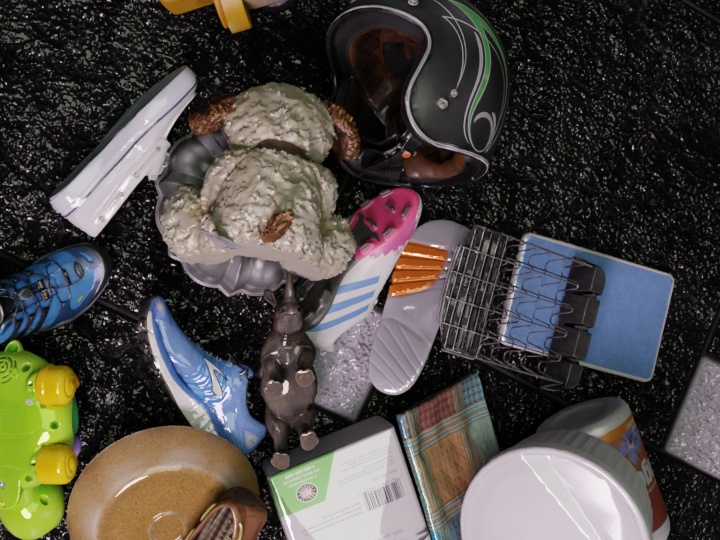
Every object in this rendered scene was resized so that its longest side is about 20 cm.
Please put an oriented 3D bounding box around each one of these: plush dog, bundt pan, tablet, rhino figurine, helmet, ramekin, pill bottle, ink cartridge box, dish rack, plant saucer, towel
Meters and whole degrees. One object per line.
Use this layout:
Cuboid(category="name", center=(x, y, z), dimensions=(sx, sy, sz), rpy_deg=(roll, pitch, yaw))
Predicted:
Cuboid(category="plush dog", center=(-0.085, -0.097, 1.029), dimensions=(0.196, 0.161, 0.175), rpy_deg=(7, 74, -11))
Cuboid(category="bundt pan", center=(-0.117, -0.072, 1.131), dimensions=(0.198, 0.076, 0.206), rpy_deg=(0, 91, -12))
Cuboid(category="tablet", center=(0.263, 0.044, 1.245), dimensions=(0.197, 0.014, 0.132), rpy_deg=(15, 87, -13))
Cuboid(category="rhino figurine", center=(-0.073, 0.093, 1.089), dimensions=(0.059, 0.088, 0.203), rpy_deg=(-2, 116, -5))
Cuboid(category="helmet", center=(0.059, -0.197, 1.111), dimensions=(0.196, 0.200, 0.194), rpy_deg=(4, 77, -12))
Cuboid(category="ramekin", center=(0.211, 0.260, 1.116), dimensions=(0.199, 0.094, 0.206), rpy_deg=(9, 109, 26))
Cuboid(category="pill bottle", center=(0.277, 0.254, 1.199), dimensions=(0.111, 0.112, 0.203), rpy_deg=(-22, 95, -11))
Cuboid(category="ink cartridge box", center=(-0.006, 0.280, 1.151), dimensions=(0.144, 0.084, 0.203), rpy_deg=(-19, 95, -10))
Cuboid(category="dish rack", center=(0.172, 0.040, 1.175), dimensions=(0.197, 0.054, 0.156), rpy_deg=(17, 85, -22))
Cuboid(category="plant saucer", center=(-0.197, 0.254, 1.094), dimensions=(0.197, 0.036, 0.203), rpy_deg=(-7, 117, -14))
Cuboid(category="towel", center=(0.114, 0.228, 1.171), dimensions=(0.146, 0.021, 0.203), rpy_deg=(-21, 96, -47))

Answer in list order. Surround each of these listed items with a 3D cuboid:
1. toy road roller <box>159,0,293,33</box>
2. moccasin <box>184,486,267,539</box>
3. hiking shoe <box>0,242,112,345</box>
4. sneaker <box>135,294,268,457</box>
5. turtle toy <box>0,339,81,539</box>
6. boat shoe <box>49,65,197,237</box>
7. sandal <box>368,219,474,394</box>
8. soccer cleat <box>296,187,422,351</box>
Cuboid(category="toy road roller", center=(-0.151, -0.345, 1.102), dimensions=(0.144, 0.123, 0.203), rpy_deg=(-17, 94, 0))
Cuboid(category="moccasin", center=(-0.160, 0.308, 1.056), dimensions=(0.073, 0.078, 0.203), rpy_deg=(38, 104, 18))
Cuboid(category="hiking shoe", center=(-0.338, 0.037, 1.077), dimensions=(0.198, 0.087, 0.075), rpy_deg=(-30, 96, -10))
Cuboid(category="sneaker", center=(-0.164, 0.108, 1.128), dimensions=(0.089, 0.078, 0.202), rpy_deg=(-35, 105, -17))
Cuboid(category="turtle toy", center=(-0.337, 0.170, 1.070), dimensions=(0.143, 0.101, 0.204), rpy_deg=(0, 93, 10))
Cuboid(category="boat shoe", center=(-0.232, -0.122, 1.116), dimensions=(0.200, 0.074, 0.067), rpy_deg=(-45, 113, 1))
Cuboid(category="sandal", center=(0.060, 0.041, 1.177), dimensions=(0.078, 0.059, 0.209), rpy_deg=(23, 73, 8))
Cuboid(category="soccer cleat", center=(0.000, 0.000, 1.161), dimensions=(0.200, 0.070, 0.086), rpy_deg=(-48, 139, -3))
